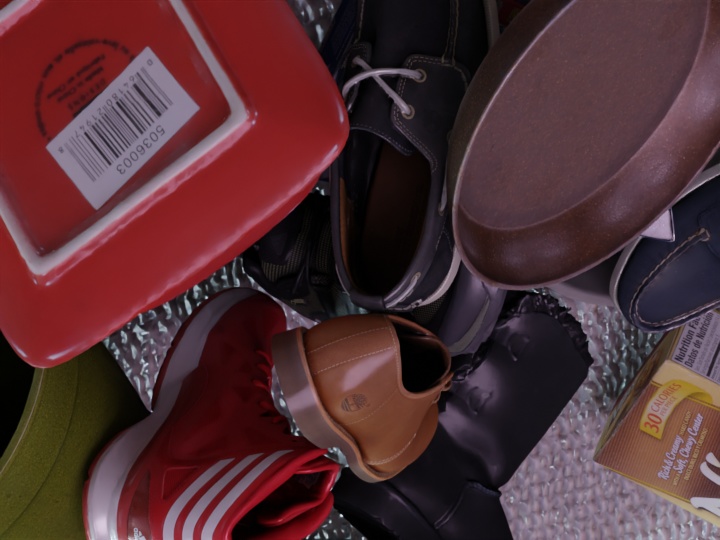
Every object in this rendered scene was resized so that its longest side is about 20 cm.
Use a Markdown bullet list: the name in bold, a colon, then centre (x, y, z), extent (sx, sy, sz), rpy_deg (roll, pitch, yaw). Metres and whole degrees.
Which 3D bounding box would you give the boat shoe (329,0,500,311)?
- **boat shoe**: centre (0.021, -0.079, 1.417), extent (0.068, 0.072, 0.201), rpy_deg (-9, 105, -64)

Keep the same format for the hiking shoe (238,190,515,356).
- **hiking shoe**: centre (0.000, 0.000, 1.523), extent (0.100, 0.076, 0.200), rpy_deg (15, 168, -28)

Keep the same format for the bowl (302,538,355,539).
- **bowl**: centre (-0.032, 0.268, 1.790), extent (0.200, 0.105, 0.201), rpy_deg (-9, 132, -10)

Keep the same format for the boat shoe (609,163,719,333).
- **boat shoe**: centre (0.224, -0.024, 1.600), extent (0.200, 0.062, 0.075), rpy_deg (-34, 134, 12)

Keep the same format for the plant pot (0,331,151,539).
- **plant pot**: centre (-0.193, 0.093, 1.541), extent (0.200, 0.201, 0.193), rpy_deg (-34, 144, 12)

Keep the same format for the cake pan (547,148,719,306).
- **cake pan**: centre (0.164, -0.067, 1.611), extent (0.200, 0.037, 0.201), rpy_deg (-10, 132, -11)

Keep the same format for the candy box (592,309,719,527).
- **candy box**: centre (0.246, 0.108, 1.699), extent (0.200, 0.055, 0.116), rpy_deg (27, 141, -1)

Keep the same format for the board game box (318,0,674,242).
- **board game box**: centre (0.090, -0.105, 1.500), extent (0.199, 0.062, 0.200), rpy_deg (23, 108, -14)

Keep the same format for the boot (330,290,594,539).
- **boot**: centre (0.074, 0.105, 1.672), extent (0.163, 0.073, 0.198), rpy_deg (-55, 136, -15)

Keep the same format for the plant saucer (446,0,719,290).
- **plant saucer**: centre (0.111, -0.081, 1.410), extent (0.200, 0.034, 0.201), rpy_deg (-31, 146, -24)

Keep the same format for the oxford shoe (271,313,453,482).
- **oxford shoe**: centre (0.017, 0.060, 1.480), extent (0.071, 0.072, 0.200), rpy_deg (-20, 168, 9)

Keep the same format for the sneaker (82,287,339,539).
- **sneaker**: centre (-0.051, 0.086, 1.515), extent (0.115, 0.200, 0.079), rpy_deg (7, 131, 21)

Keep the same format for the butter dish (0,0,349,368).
- **butter dish**: centre (-0.101, -0.067, 1.447), extent (0.200, 0.200, 0.148), rpy_deg (-36, 155, 11)
